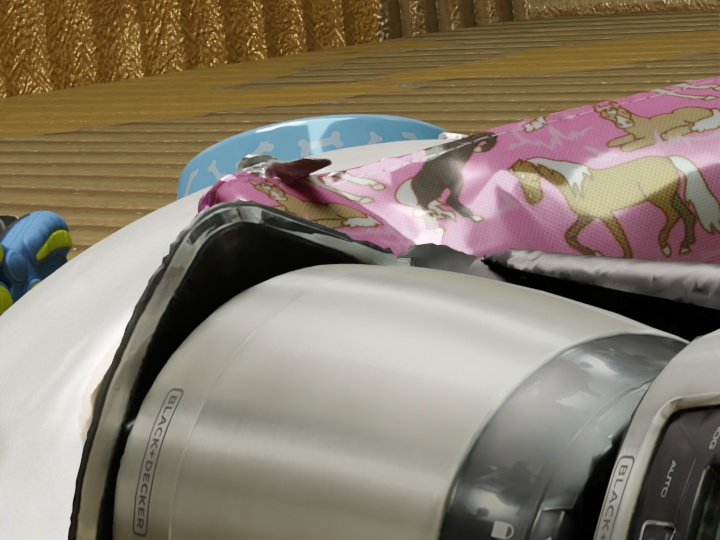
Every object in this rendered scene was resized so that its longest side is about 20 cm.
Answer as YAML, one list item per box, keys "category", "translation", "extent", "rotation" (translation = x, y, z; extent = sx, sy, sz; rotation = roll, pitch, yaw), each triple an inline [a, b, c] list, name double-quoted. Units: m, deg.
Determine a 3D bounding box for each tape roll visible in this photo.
- category: "tape roll"
  translation: [-0.016, 0.035, 0.731]
  extent: [0.202, 0.037, 0.203]
  rotation: [-15, 31, 9]

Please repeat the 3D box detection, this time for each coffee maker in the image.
- category: "coffee maker"
  translation: [0.078, 0.051, 0.489]
  extent: [0.192, 0.135, 0.200]
  rotation: [-11, 10, -36]

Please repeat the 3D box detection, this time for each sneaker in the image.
- category: "sneaker"
  translation: [-0.189, 0.010, 1.268]
  extent: [0.083, 0.071, 0.200]
  rotation: [-9, 2, 13]

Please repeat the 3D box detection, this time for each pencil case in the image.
- category: "pencil case"
  translation: [0.059, 0.001, 0.634]
  extent: [0.200, 0.087, 0.083]
  rotation: [-14, 32, -16]

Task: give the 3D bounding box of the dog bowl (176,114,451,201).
- category: "dog bowl"
  translation: [0.000, 0.000, 0.952]
  extent: [0.111, 0.050, 0.200]
  rotation: [-10, -18, 11]
